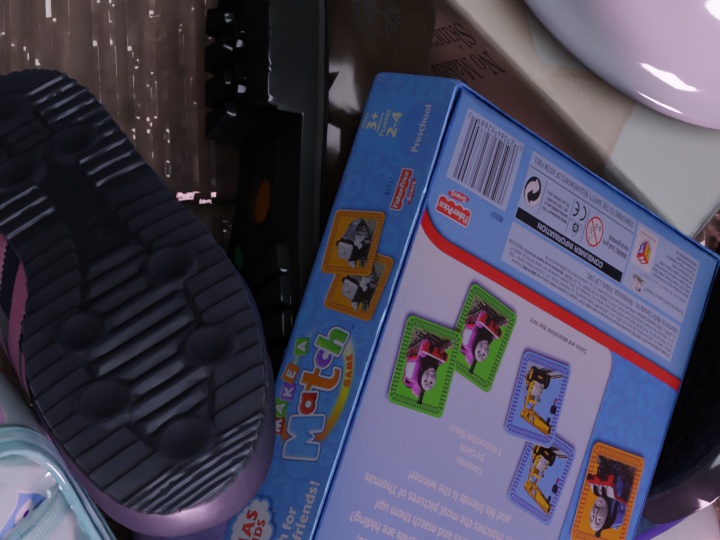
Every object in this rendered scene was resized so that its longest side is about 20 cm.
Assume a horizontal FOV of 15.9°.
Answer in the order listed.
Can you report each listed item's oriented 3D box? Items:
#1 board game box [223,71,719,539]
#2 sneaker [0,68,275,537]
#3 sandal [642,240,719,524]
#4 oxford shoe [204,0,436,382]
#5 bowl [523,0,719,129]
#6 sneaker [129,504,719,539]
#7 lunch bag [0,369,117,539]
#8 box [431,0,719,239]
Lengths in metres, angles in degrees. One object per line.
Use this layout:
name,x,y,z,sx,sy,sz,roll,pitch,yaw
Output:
board game box,0.029,0.064,0.754,0.151,0.036,0.202,29,76,-48
sneaker,-0.068,0.021,0.757,0.070,0.200,0.082,-23,132,-8
sandal,0.147,0.013,0.869,0.045,0.075,0.201,39,57,-14
oxford shoe,0.000,0.000,0.776,0.084,0.073,0.202,3,90,-25
bowl,0.133,-0.150,0.793,0.200,0.090,0.203,6,77,-26
sneaker,0.016,0.043,0.846,0.198,0.081,0.148,-10,97,-11
lunch bag,-0.165,0.116,0.752,0.199,0.161,0.077,-35,55,-11
box,0.048,-0.103,0.851,0.200,0.095,0.078,44,79,-10
